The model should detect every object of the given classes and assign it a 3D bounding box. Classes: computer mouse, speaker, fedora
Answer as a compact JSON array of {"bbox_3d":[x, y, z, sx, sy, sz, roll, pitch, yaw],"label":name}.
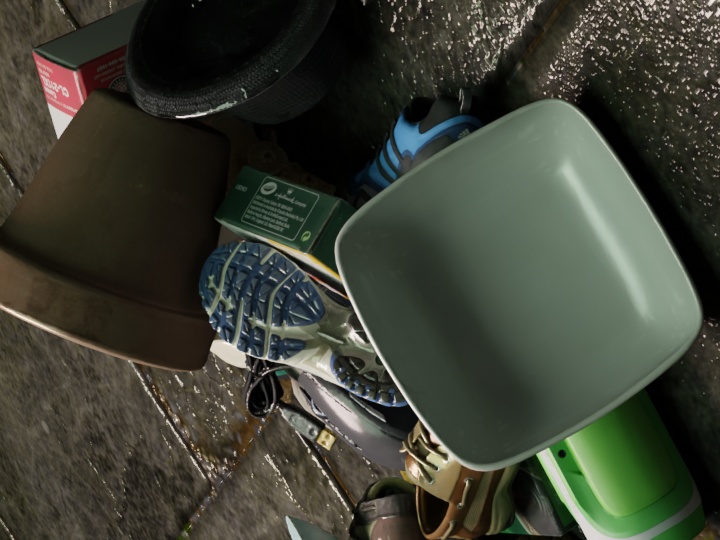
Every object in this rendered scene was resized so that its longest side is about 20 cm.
[{"bbox_3d":[-0.014,0.121,1.675,0.199,0.046,0.141,26,153,10],"label":"computer mouse"},{"bbox_3d":[0.159,0.103,1.494,0.201,0.088,0.088,62,152,0],"label":"speaker"},{"bbox_3d":[-0.078,-0.167,1.609,0.200,0.201,0.092,23,164,49],"label":"fedora"}]

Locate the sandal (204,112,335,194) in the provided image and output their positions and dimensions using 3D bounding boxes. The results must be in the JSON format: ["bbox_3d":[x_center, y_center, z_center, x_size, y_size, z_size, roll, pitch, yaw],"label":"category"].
[{"bbox_3d":[-0.043,-0.046,1.744,0.069,0.078,0.213,-18,108,30],"label":"sandal"}]

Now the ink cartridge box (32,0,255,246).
[{"bbox_3d":[-0.168,-0.109,1.784,0.083,0.145,0.201,25,135,50],"label":"ink cartridge box"}]

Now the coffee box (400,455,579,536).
[{"bbox_3d":[0.092,0.144,1.686,0.200,0.044,0.124,-5,111,60],"label":"coffee box"}]

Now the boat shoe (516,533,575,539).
[{"bbox_3d":[0.182,0.282,1.637,0.201,0.073,0.063,46,155,33],"label":"boat shoe"}]

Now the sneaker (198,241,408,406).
[{"bbox_3d":[-0.030,0.047,1.588,0.199,0.077,0.085,30,180,20],"label":"sneaker"}]

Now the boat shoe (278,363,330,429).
[{"bbox_3d":[-0.025,0.065,1.721,0.074,0.061,0.200,23,158,27],"label":"boat shoe"}]

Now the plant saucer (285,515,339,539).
[{"bbox_3d":[-0.002,0.278,1.713,0.201,0.038,0.202,156,90,-82],"label":"plant saucer"}]

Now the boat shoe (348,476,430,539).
[{"bbox_3d":[0.028,0.197,1.717,0.201,0.071,0.067,162,109,-87],"label":"boat shoe"}]

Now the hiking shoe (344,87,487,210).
[{"bbox_3d":[0.047,-0.079,1.559,0.200,0.074,0.087,177,96,-67],"label":"hiking shoe"}]

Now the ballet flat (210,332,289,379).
[{"bbox_3d":[-0.119,0.042,1.921,0.200,0.073,0.073,35,142,41],"label":"ballet flat"}]

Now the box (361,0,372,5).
[{"bbox_3d":[0.004,-0.300,1.352,0.200,0.124,0.149,51,152,17],"label":"box"}]

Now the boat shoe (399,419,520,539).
[{"bbox_3d":[0.069,0.134,1.557,0.201,0.073,0.076,84,162,-48],"label":"boat shoe"}]

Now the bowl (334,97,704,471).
[{"bbox_3d":[0.104,0.013,1.420,0.201,0.199,0.075,59,-178,10],"label":"bowl"}]

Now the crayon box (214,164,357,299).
[{"bbox_3d":[0.000,0.000,1.633,0.200,0.052,0.125,37,170,-39],"label":"crayon box"}]

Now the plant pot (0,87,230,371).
[{"bbox_3d":[-0.181,-0.039,1.649,0.200,0.199,0.176,28,99,46],"label":"plant pot"}]
